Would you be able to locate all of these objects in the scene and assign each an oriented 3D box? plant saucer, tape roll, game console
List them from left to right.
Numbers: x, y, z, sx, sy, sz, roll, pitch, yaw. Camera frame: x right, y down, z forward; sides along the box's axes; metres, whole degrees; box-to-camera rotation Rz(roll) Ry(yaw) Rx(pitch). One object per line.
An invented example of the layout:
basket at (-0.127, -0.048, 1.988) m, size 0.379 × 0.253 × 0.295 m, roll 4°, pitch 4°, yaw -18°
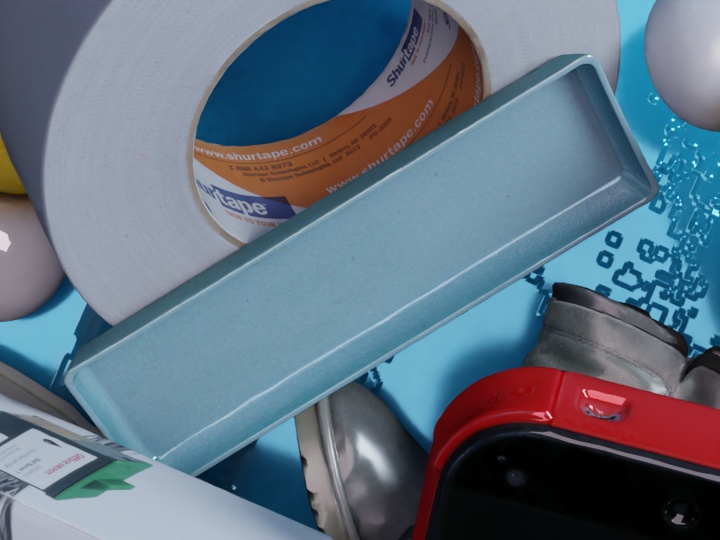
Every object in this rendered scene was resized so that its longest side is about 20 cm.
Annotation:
tape roll at (-0.018, -0.064, 0.946) m, size 0.200 × 0.200 × 0.066 m, roll -32°, pitch 45°, yaw 1°
plant saucer at (0.000, 0.000, 0.950) m, size 0.200 × 0.019 × 0.070 m, roll -32°, pitch 132°, yaw -1°
game console at (0.107, 0.124, 0.868) m, size 0.199 × 0.031 × 0.177 m, roll 14°, pitch 123°, yaw 6°

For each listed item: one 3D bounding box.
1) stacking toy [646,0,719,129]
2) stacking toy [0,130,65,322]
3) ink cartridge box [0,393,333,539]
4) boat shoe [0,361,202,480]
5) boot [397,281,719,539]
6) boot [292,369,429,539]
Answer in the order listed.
stacking toy at (0.167, -0.023, 0.921) m, size 0.146 × 0.146 × 0.200 m, roll -43°, pitch 65°, yaw 1°
stacking toy at (-0.118, -0.079, 0.997) m, size 0.145 × 0.146 × 0.201 m, roll 12°, pitch 108°, yaw 2°
ink cartridge box at (-0.123, 0.122, 0.925) m, size 0.199 × 0.084 × 0.147 m, roll 22°, pitch 107°, yaw 21°
boat shoe at (-0.090, 0.105, 1.021) m, size 0.200 × 0.073 × 0.062 m, roll 37°, pitch 134°, yaw -5°
boot at (0.116, 0.101, 0.941) m, size 0.200 × 0.068 × 0.131 m, roll 37°, pitch 84°, yaw -3°
boot at (0.093, 0.085, 0.998) m, size 0.199 × 0.073 × 0.182 m, roll -22°, pitch 105°, yaw 8°
